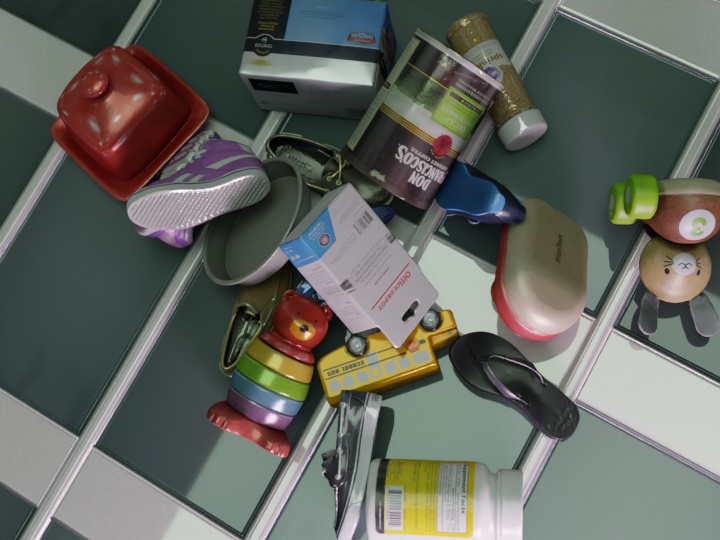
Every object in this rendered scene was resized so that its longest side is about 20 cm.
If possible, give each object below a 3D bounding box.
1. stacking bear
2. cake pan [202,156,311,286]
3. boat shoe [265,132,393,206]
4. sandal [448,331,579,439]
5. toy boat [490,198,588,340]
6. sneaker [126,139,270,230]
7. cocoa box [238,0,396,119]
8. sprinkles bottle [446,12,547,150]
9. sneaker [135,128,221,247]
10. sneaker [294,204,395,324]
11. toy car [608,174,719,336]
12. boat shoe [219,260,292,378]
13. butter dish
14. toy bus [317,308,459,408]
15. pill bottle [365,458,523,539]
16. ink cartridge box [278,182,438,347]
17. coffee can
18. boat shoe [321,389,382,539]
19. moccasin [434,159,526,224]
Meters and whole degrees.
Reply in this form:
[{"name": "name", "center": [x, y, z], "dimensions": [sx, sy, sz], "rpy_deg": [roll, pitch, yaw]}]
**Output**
[{"name": "stacking bear", "center": [-0.110, 0.128, 1.471], "dimensions": [0.121, 0.114, 0.202], "rpy_deg": [27, 91, -7]}, {"name": "cake pan", "center": [-0.142, -0.064, 1.526], "dimensions": [0.199, 0.037, 0.202], "rpy_deg": [-28, 46, 32]}, {"name": "boat shoe", "center": [-0.048, -0.142, 1.571], "dimensions": [0.200, 0.060, 0.073], "rpy_deg": [23, 80, 13]}, {"name": "sandal", "center": [0.209, 0.146, 1.450], "dimensions": [0.199, 0.043, 0.076], "rpy_deg": [34, 77, 2]}, {"name": "toy boat", "center": [0.225, 0.010, 1.467], "dimensions": [0.130, 0.131, 0.201], "rpy_deg": [30, 45, -16]}, {"name": "sneaker", "center": [-0.234, -0.125, 1.519], "dimensions": [0.198, 0.073, 0.115], "rpy_deg": [-13, 47, -16]}, {"name": "cocoa box", "center": [-0.057, -0.309, 1.576], "dimensions": [0.198, 0.133, 0.133], "rpy_deg": [7, 77, 10]}, {"name": "sprinkles bottle", "center": [0.194, -0.272, 1.564], "dimensions": [0.068, 0.068, 0.201], "rpy_deg": [-26, 73, 1]}, {"name": "sneaker", "center": [-0.248, -0.115, 1.591], "dimensions": [0.088, 0.080, 0.202], "rpy_deg": [38, 59, -26]}, {"name": "sneaker", "center": [-0.013, -0.009, 1.536], "dimensions": [0.078, 0.075, 0.201], "rpy_deg": [38, 90, 2]}, {"name": "toy car", "center": [0.418, -0.016, 1.427], "dimensions": [0.162, 0.158, 0.203], "rpy_deg": [3, 87, -2]}, {"name": "boat shoe", "center": [-0.148, 0.054, 1.528], "dimensions": [0.071, 0.076, 0.202], "rpy_deg": [13, 78, 12]}, {"name": "butter dish", "center": [-0.360, -0.243, 1.591], "dimensions": [0.200, 0.148, 0.200], "rpy_deg": [41, 84, 22]}, {"name": "toy bus", "center": [0.042, 0.118, 1.490], "dimensions": [0.198, 0.065, 0.079], "rpy_deg": [-19, 74, 3]}, {"name": "pill bottle", "center": [0.111, 0.304, 1.409], "dimensions": [0.197, 0.114, 0.116], "rpy_deg": [1, 76, 8]}, {"name": "ink cartridge box", "center": [0.000, 0.000, 1.452], "dimensions": [0.200, 0.066, 0.116], "rpy_deg": [50, 58, -14]}, {"name": "coffee can", "center": [0.084, -0.208, 1.495], "dimensions": [0.146, 0.146, 0.201], "rpy_deg": [35, 101, 15]}, {"name": "boat shoe", "center": [-0.020, 0.259, 1.445], "dimensions": [0.067, 0.072, 0.202], "rpy_deg": [10, 95, 4]}, {"name": "moccasin", "center": [0.160, -0.094, 1.484], "dimensions": [0.068, 0.200, 0.081], "rpy_deg": [22, 103, -23]}]
